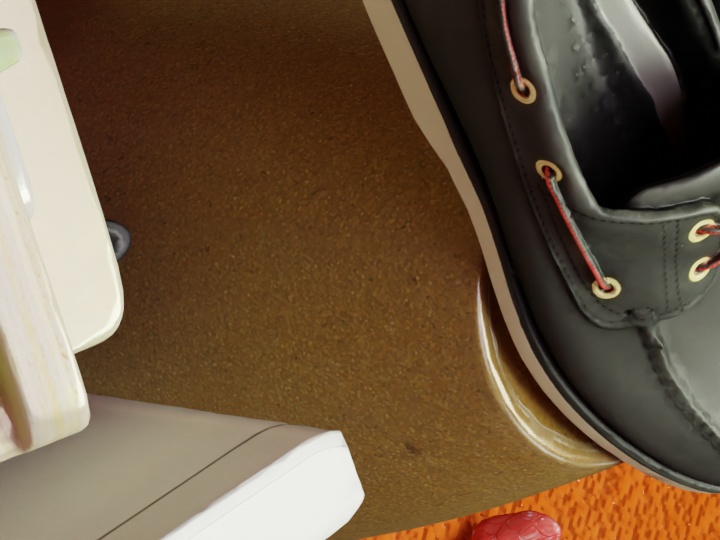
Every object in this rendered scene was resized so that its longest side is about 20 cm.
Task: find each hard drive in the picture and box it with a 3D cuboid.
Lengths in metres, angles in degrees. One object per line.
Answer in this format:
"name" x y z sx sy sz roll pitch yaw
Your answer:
"hard drive" -0.111 0.070 0.705 0.132 0.200 0.027 -33 113 -34

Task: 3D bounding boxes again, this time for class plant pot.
"plant pot" 0.000 0.000 0.799 0.186 0.200 0.187 -3 95 -42

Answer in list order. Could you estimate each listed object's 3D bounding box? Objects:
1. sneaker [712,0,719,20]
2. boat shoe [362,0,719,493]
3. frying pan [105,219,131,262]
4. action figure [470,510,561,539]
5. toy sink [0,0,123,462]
"sneaker" 0.082 -0.107 0.915 0.075 0.079 0.201 -29 109 -34
"boat shoe" 0.068 -0.021 0.685 0.074 0.063 0.202 -48 123 -31
"frying pan" -0.145 0.025 0.687 0.189 0.031 0.116 14 85 -29
"action figure" 0.016 0.143 0.883 0.200 0.051 0.066 -38 119 -51
"toy sink" -0.135 -0.012 0.607 0.199 0.112 0.131 -21 100 -27
